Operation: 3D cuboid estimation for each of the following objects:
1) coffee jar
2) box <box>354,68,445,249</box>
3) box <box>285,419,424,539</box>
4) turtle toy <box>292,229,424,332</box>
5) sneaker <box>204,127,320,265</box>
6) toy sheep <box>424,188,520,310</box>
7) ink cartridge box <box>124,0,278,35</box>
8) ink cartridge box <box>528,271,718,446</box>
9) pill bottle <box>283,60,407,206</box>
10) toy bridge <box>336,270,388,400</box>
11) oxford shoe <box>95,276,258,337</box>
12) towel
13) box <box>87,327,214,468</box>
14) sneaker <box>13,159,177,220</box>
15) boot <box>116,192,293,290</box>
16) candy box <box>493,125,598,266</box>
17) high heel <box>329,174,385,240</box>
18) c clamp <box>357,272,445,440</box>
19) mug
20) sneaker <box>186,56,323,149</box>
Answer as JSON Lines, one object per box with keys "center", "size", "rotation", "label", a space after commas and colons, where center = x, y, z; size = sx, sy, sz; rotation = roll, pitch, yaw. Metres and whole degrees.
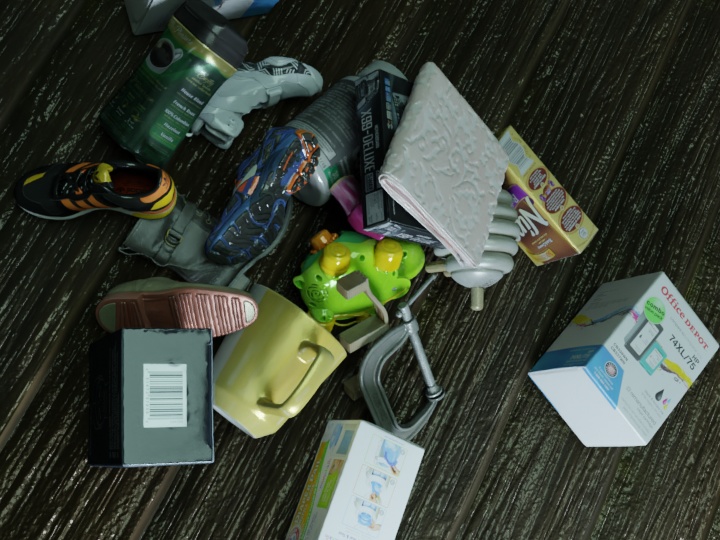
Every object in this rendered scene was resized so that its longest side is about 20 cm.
{"center": [-0.228, -0.232, 1.360], "size": [0.201, 0.104, 0.085], "rotation": [-51, 139, 7], "label": "coffee jar"}
{"center": [0.066, -0.139, 1.418], "size": [0.156, 0.049, 0.203], "rotation": [12, 69, -45], "label": "box"}
{"center": [-0.013, 0.304, 1.407], "size": [0.100, 0.112, 0.203], "rotation": [27, 72, -19], "label": "box"}
{"center": [0.000, 0.000, 1.461], "size": [0.197, 0.147, 0.102], "rotation": [-6, 44, -25], "label": "turtle toy"}
{"center": [-0.129, -0.094, 1.377], "size": [0.201, 0.078, 0.075], "rotation": [-53, 137, -5], "label": "sneaker"}
{"center": [0.157, -0.046, 1.524], "size": [0.136, 0.138, 0.204], "rotation": [0, 84, -24], "label": "toy sheep"}
{"center": [-0.206, -0.410, 1.417], "size": [0.197, 0.146, 0.149], "rotation": [-16, 88, -25], "label": "ink cartridge box"}
{"center": [0.378, 0.128, 1.585], "size": [0.147, 0.146, 0.200], "rotation": [49, 66, -10], "label": "ink cartridge box"}
{"center": [-0.021, -0.189, 1.483], "size": [0.200, 0.113, 0.114], "rotation": [-43, 99, -23], "label": "pill bottle"}
{"center": [0.005, 0.082, 1.435], "size": [0.067, 0.027, 0.202], "rotation": [-28, 135, -27], "label": "toy bridge"}
{"center": [-0.219, 0.033, 1.343], "size": [0.196, 0.074, 0.072], "rotation": [2, 122, 3], "label": "oxford shoe"}
{"center": [0.110, -0.133, 1.403], "size": [0.191, 0.032, 0.202], "rotation": [44, 49, -31], "label": "towel"}
{"center": [-0.247, 0.150, 1.279], "size": [0.105, 0.199, 0.151], "rotation": [2, 81, -25], "label": "box"}
{"center": [-0.321, -0.107, 1.324], "size": [0.196, 0.090, 0.071], "rotation": [2, 72, -4], "label": "sneaker"}
{"center": [-0.195, -0.062, 1.410], "size": [0.173, 0.069, 0.201], "rotation": [38, 68, -13], "label": "boot"}
{"center": [0.236, -0.103, 1.583], "size": [0.200, 0.116, 0.057], "rotation": [46, 67, -10], "label": "candy box"}
{"center": [0.039, -0.091, 1.475], "size": [0.096, 0.067, 0.199], "rotation": [49, 23, 12], "label": "high heel"}
{"center": [0.068, 0.132, 1.476], "size": [0.170, 0.027, 0.202], "rotation": [-37, 128, -31], "label": "c clamp"}
{"center": [-0.118, 0.118, 1.362], "size": [0.149, 0.187, 0.154], "rotation": [36, 77, 5], "label": "mug"}
{"center": [-0.147, -0.221, 1.456], "size": [0.197, 0.075, 0.117], "rotation": [4, 81, -18], "label": "sneaker"}
